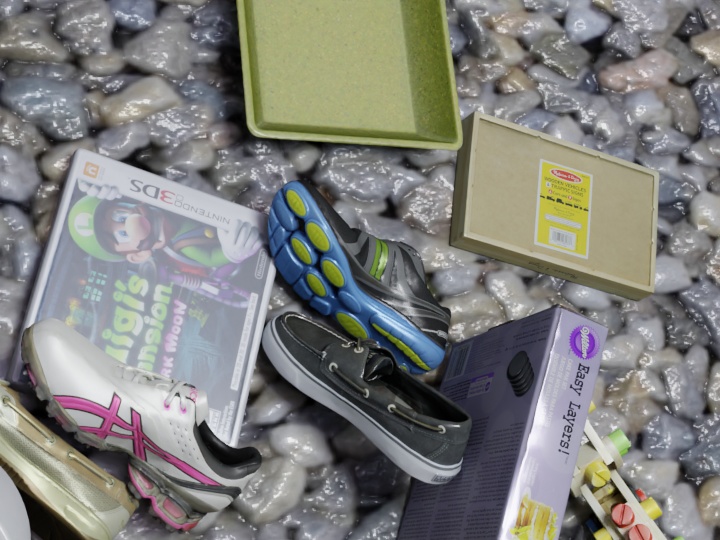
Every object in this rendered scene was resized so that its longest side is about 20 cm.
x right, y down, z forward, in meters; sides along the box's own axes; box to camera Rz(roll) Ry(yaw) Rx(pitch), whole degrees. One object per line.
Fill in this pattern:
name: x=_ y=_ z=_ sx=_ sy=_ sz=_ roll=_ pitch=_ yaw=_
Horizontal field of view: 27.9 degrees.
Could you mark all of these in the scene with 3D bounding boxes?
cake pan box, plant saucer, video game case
cake pan box: x=0.102 y=0.134 z=1.111 sx=0.052 sy=0.200 sz=0.184 roll=24 pitch=70 yaw=-15
plant saucer: x=-0.019 y=-0.194 z=1.254 sx=0.200 sy=0.048 sz=0.200 roll=2 pitch=72 yaw=-25
video game case: x=-0.161 y=0.023 z=1.127 sx=0.182 sy=0.023 sz=0.200 roll=19 pitch=66 yaw=-18

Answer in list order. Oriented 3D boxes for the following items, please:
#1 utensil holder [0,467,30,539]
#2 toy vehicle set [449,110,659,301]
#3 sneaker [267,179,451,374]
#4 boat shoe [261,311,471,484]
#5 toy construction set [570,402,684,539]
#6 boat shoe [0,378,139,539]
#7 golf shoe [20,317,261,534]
utensil holder: x=-0.287 y=0.186 z=0.886 sx=0.170 sy=0.200 sz=0.170 roll=0 pitch=89 yaw=-11
toy vehicle set: x=0.179 y=-0.057 z=1.313 sx=0.200 sy=0.027 sz=0.124 roll=16 pitch=66 yaw=-20
sneaker: x=0.000 y=0.000 z=1.183 sx=0.200 sy=0.071 sz=0.083 roll=45 pitch=47 yaw=-20
boat shoe: x=0.007 y=0.084 z=1.118 sx=0.200 sy=0.057 sz=0.069 roll=37 pitch=30 yaw=26
toy construction set: x=0.211 y=0.206 z=1.174 sx=0.092 sy=0.131 sz=0.200 roll=-21 pitch=59 yaw=7
boat shoe: x=-0.244 y=0.120 z=1.030 sx=0.201 sy=0.073 sz=0.063 roll=45 pitch=53 yaw=-8
golf shoe: x=-0.156 y=0.097 z=1.038 sx=0.200 sy=0.092 sz=0.073 roll=48 pitch=14 yaw=-25
